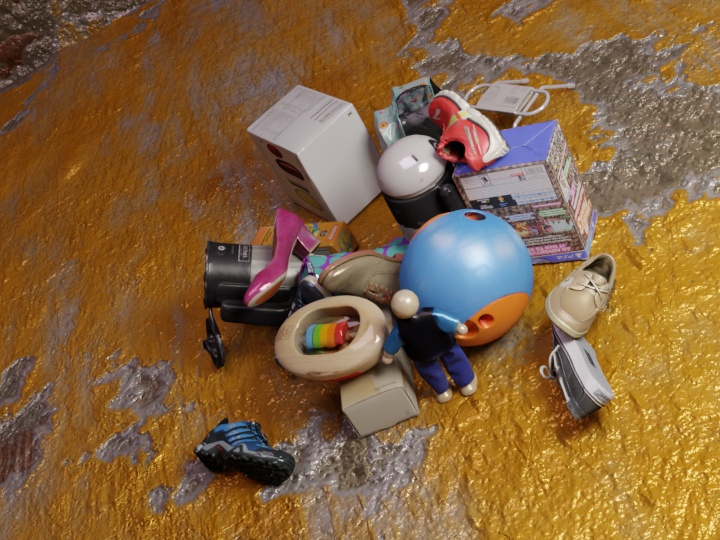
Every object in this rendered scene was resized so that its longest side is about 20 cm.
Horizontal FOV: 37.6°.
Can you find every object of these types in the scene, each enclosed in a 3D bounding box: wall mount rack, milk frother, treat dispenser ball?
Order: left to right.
[{"bbox_3d":[-0.179,0.062,1.834,0.185,0.201,0.183,3,52,-6],"label":"milk frother"},{"bbox_3d":[0.157,0.011,1.568,0.198,0.202,0.202,-20,37,16],"label":"treat dispenser ball"},{"bbox_3d":[0.295,-0.315,1.962,0.199,0.075,0.174,19,63,47],"label":"wall mount rack"}]

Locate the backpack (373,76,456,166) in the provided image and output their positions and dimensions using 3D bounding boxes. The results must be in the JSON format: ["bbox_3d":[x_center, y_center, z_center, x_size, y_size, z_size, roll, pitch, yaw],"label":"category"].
[{"bbox_3d":[0.109,-0.253,1.936,0.151,0.177,0.201,-17,32,16],"label":"backpack"}]

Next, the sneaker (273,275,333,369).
[{"bbox_3d":[-0.096,0.092,1.681,0.075,0.201,0.084,38,55,19],"label":"sneaker"}]

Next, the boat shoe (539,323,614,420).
[{"bbox_3d":[0.286,0.134,1.442,0.068,0.073,0.200,-44,27,17],"label":"boat shoe"}]

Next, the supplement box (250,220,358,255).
[{"bbox_3d":[-0.106,-0.044,1.945,0.197,0.069,0.067,-2,47,32],"label":"supplement box"}]

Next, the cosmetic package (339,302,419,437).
[{"bbox_3d":[0.021,0.146,1.622,0.104,0.071,0.201,-24,36,11],"label":"cosmetic package"}]

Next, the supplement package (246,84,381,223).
[{"bbox_3d":[-0.078,-0.220,2.021,0.147,0.192,0.199,-43,36,-14],"label":"supplement package"}]

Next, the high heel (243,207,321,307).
[{"bbox_3d":[-0.151,-0.024,1.729,0.200,0.096,0.068,-47,-5,-35],"label":"high heel"}]

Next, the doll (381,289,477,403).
[{"bbox_3d":[0.093,0.107,1.503,0.135,0.201,0.049,-18,37,17],"label":"doll"}]

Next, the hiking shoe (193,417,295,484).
[{"bbox_3d":[-0.171,0.267,1.622,0.198,0.075,0.087,4,49,39],"label":"hiking shoe"}]

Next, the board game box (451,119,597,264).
[{"bbox_3d":[0.257,-0.113,1.638,0.157,0.201,0.098,-6,42,30],"label":"board game box"}]

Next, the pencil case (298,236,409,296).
[{"bbox_3d":[0.000,0.000,1.739,0.197,0.085,0.094,-11,73,-18],"label":"pencil case"}]

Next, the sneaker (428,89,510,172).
[{"bbox_3d":[0.143,-0.209,1.603,0.085,0.077,0.200,-39,34,-2],"label":"sneaker"}]

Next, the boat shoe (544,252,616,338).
[{"bbox_3d":[0.314,0.029,1.480,0.065,0.072,0.200,-54,-9,32],"label":"boat shoe"}]

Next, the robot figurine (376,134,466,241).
[{"bbox_3d":[0.105,-0.122,1.688,0.148,0.201,0.126,-9,42,26],"label":"robot figurine"}]

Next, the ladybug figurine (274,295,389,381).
[{"bbox_3d":[-0.040,0.108,1.581,0.197,0.072,0.137,-4,55,32],"label":"ladybug figurine"}]

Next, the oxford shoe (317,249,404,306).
[{"bbox_3d":[0.026,0.017,1.632,0.198,0.071,0.075,-5,51,-35],"label":"oxford shoe"}]
